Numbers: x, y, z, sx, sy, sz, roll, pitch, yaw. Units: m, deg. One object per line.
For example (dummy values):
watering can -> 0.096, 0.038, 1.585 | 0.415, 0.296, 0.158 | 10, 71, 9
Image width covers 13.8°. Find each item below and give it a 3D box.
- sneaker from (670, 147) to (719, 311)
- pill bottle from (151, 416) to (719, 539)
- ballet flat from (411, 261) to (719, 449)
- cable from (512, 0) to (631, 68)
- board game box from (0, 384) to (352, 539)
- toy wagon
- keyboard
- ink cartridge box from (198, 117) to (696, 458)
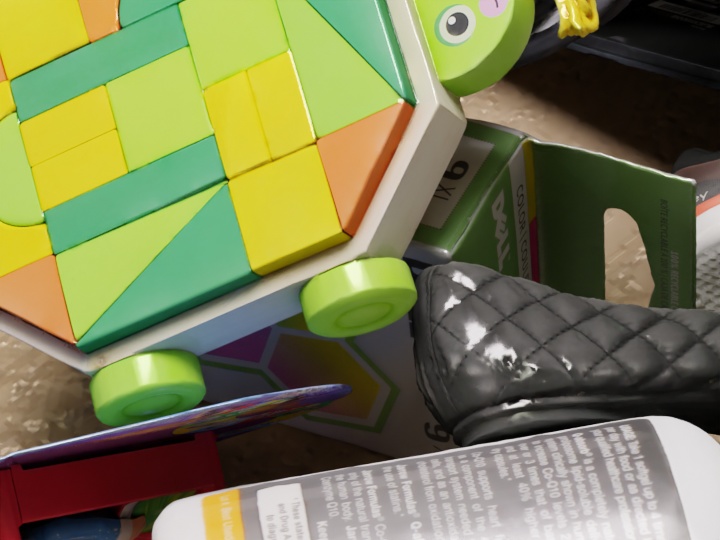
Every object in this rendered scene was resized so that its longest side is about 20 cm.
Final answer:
sneaker -> 0.190, -0.032, 0.950 | 0.200, 0.077, 0.082 | -6, 39, 0
pill bottle -> 0.049, 0.102, 0.806 | 0.200, 0.116, 0.116 | -9, 46, -2
ballet flat -> 0.105, 0.020, 0.874 | 0.200, 0.066, 0.057 | -2, 69, -33
cable -> 0.032, -0.133, 0.903 | 0.163, 0.051, 0.200 | 29, 83, 20
board game box -> -0.095, 0.076, 0.856 | 0.200, 0.158, 0.039 | -13, 84, -6
toy wagon -> -0.030, -0.053, 0.849 | 0.200, 0.040, 0.155 | -23, 69, 18
keyboard -> 0.121, -0.074, 0.998 | 0.104, 0.040, 0.200 | -22, 28, -30
ink cartridge box -> 0.000, 0.000, 0.918 | 0.200, 0.104, 0.059 | 16, 51, 20
